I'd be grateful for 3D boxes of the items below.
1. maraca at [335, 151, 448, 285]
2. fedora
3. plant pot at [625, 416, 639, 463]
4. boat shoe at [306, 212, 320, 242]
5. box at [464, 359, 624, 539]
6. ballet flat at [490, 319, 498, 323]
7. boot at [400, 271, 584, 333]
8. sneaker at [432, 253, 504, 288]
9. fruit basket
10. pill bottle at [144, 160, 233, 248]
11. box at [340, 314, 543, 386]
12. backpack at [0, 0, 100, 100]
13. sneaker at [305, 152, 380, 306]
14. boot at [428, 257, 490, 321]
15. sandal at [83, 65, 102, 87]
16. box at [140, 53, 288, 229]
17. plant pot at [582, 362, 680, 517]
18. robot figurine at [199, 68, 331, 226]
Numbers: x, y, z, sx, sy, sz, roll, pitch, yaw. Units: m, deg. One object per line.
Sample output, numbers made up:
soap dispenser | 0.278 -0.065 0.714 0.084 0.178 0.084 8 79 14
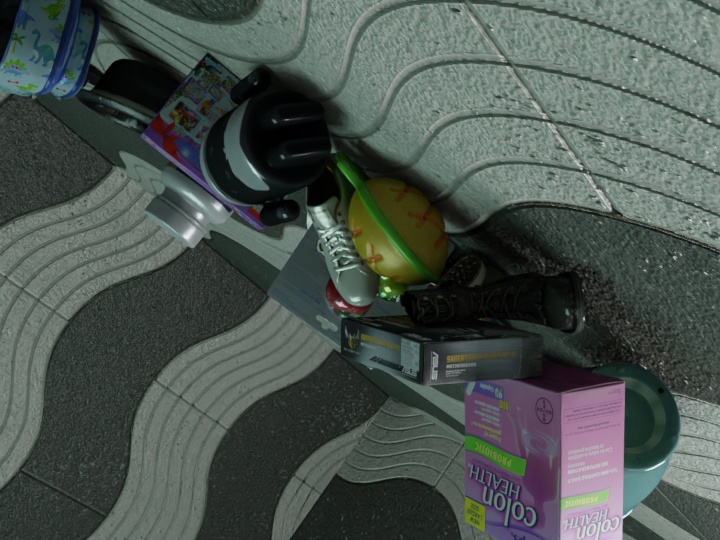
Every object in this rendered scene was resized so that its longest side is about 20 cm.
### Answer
maraca | 0.034 -0.064 1.155 0.200 0.107 0.137 55 -172 20
fedora | -0.345 -0.272 1.499 0.200 0.092 0.201 23 176 2
plant pot | 0.303 0.245 1.460 0.200 0.200 0.188 43 -176 -36
boat shoe | -0.029 -0.057 1.538 0.068 0.072 0.200 9 153 22
box | 0.206 0.213 1.098 0.096 0.201 0.176 -6 -172 -29
ballet flat | 0.142 0.064 1.449 0.063 0.069 0.200 -27 129 32
boot | 0.142 0.041 1.072 0.173 0.070 0.200 -5 -178 -14
sneaker | 0.120 0.061 1.282 0.090 0.200 0.067 27 -141 -30
fruit basket | 0.000 0.000 1.291 0.185 0.201 0.094 33 -174 14
pill bottle | -0.221 -0.139 1.401 0.119 0.200 0.120 35 170 7
box | 0.089 0.087 1.102 0.158 0.049 0.200 -2 -174 -26
backpack | -0.466 -0.341 1.395 0.146 0.184 0.200 15 -177 -28
sneaker | -0.034 -0.049 1.206 0.073 0.201 0.085 -16 177 27
boot | 0.113 -0.002 1.340 0.200 0.074 0.075 41 142 0
sandal | -0.574 -0.395 1.916 0.200 0.045 0.075 27 167 46
box | -0.169 -0.168 1.264 0.200 0.137 0.039 39 170 -13
plant pot | 0.308 0.209 1.217 0.200 0.200 0.188 35 155 9
robot figurine | -0.113 -0.147 1.148 0.124 0.151 0.200 31 158 -25
